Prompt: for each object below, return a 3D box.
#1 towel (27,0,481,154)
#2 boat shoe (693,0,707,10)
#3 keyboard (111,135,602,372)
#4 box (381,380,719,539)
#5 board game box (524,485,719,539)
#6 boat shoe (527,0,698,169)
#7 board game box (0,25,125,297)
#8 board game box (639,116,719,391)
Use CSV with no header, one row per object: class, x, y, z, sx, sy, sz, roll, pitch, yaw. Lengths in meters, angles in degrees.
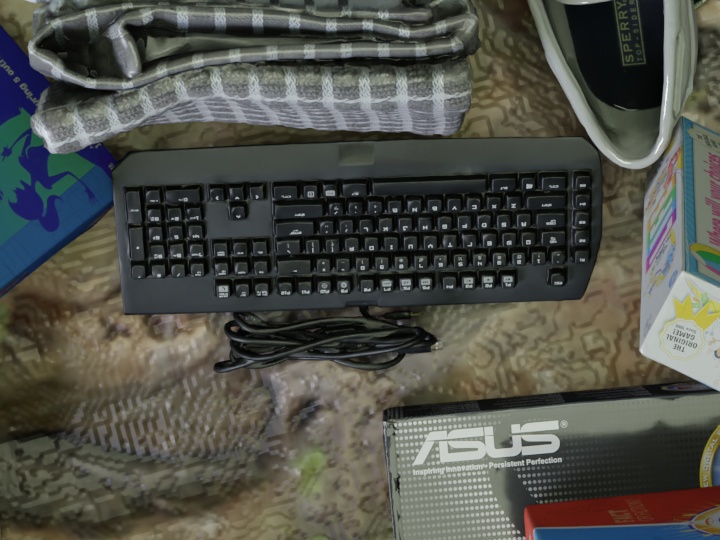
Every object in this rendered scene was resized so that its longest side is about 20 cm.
towel,-0.038,-0.088,0.823,0.164,0.200,0.086,2,95,1
boat shoe,0.163,-0.180,0.882,0.074,0.066,0.199,44,93,-3
keyboard,0.000,0.000,0.889,0.198,0.040,0.105,-2,121,2
box,0.113,0.130,0.912,0.198,0.044,0.162,-4,94,1
board game box,0.165,0.109,0.813,0.198,0.153,0.041,-6,92,0
boat shoe,0.093,-0.127,0.829,0.073,0.066,0.201,-10,130,19
board game box,-0.201,-0.036,0.839,0.152,0.200,0.045,49,134,-3
board game box,0.173,0.010,0.827,0.134,0.200,0.034,26,111,-1
